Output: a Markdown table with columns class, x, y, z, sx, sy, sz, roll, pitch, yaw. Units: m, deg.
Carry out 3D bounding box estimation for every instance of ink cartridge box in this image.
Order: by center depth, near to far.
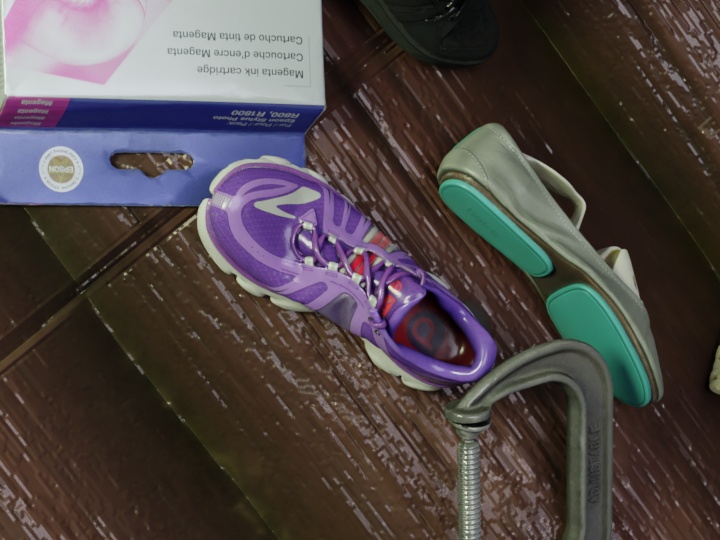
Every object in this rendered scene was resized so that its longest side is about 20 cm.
| class | x | y | z | sx | sy | sz | roll | pitch | yaw |
| --- | --- | --- | --- | --- | --- | --- | --- | --- | --- |
| ink cartridge box | -0.116 | -0.138 | 1.496 | 0.196 | 0.043 | 0.201 | -1 | 83 | -23 |

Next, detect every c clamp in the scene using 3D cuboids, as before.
| class | x | y | z | sx | sy | sz | roll | pitch | yaw |
| --- | --- | --- | --- | --- | --- | --- | --- | --- | --- |
| c clamp | 0.084 | 0.140 | 1.525 | 0.170 | 0.027 | 0.201 | -7 | 109 | -31 |

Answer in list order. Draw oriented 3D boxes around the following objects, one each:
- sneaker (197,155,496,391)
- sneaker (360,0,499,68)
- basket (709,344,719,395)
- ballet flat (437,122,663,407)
| class | x | y | z | sx | sy | sz | roll | pitch | yaw |
| --- | --- | --- | --- | --- | --- | --- | --- | --- | --- |
| sneaker | 0.000 | 0.000 | 1.502 | 0.200 | 0.083 | 0.081 | 31 | 82 | -16 |
| sneaker | 0.036 | -0.186 | 1.505 | 0.200 | 0.104 | 0.060 | 38 | 62 | -32 |
| basket | 0.349 | 0.030 | 1.587 | 0.199 | 0.198 | 0.161 | 25 | 78 | -19 |
| ballet flat | 0.129 | -0.007 | 1.571 | 0.200 | 0.067 | 0.064 | 48 | 63 | -11 |
